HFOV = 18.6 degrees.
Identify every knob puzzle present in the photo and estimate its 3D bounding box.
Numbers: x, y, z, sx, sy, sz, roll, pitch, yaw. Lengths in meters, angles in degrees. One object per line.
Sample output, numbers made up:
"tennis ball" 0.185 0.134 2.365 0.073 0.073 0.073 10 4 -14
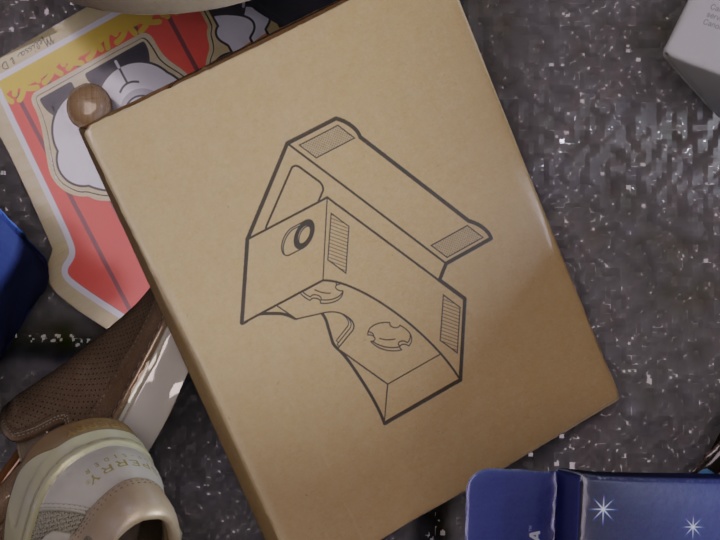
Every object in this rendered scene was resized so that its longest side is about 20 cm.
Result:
"knob puzzle" -0.046 -0.041 0.931 0.218 0.030 0.221 0 85 3

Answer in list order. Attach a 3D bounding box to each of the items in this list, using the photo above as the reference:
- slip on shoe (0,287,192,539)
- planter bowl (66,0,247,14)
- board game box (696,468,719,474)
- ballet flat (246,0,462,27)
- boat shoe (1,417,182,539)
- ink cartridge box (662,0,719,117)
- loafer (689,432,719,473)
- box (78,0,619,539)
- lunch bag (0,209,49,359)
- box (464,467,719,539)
"slip on shoe" -0.119 0.068 0.897 0.060 0.076 0.201 29 101 -4
"planter bowl" -0.075 -0.217 0.824 0.199 0.135 0.201 -4 57 6
"board game box" 0.253 0.096 0.862 0.200 0.026 0.200 -38 111 -1
"ballet flat" -0.045 -0.155 0.905 0.200 0.073 0.073 38 88 16
"boat shoe" -0.108 0.155 0.856 0.072 0.065 0.201 -8 125 -34
"ink cartridge box" 0.234 -0.139 0.872 0.145 0.083 0.201 26 87 31
"loafer" 0.189 0.053 0.897 0.200 0.073 0.071 -43 49 2
"box" 0.000 0.000 0.873 0.163 0.021 0.201 -28 104 -20
"lunch bag" -0.200 0.013 0.850 0.132 0.200 0.136 30 85 3
"box" 0.135 0.134 0.798 0.199 0.032 0.122 2 90 -14
